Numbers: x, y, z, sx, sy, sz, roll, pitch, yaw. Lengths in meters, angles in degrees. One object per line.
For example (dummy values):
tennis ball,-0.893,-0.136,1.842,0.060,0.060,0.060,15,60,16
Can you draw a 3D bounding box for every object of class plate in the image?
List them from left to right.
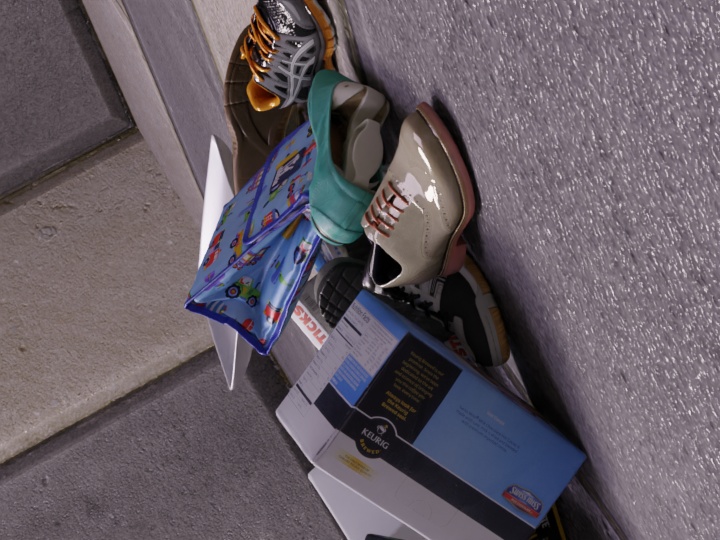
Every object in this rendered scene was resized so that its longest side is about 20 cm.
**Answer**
plate,-0.134,-0.011,1.980,0.200,0.032,0.201,-114,26,-51

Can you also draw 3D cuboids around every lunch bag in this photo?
lunch bag,-0.057,-0.052,1.653,0.094,0.200,0.151,30,-142,-11

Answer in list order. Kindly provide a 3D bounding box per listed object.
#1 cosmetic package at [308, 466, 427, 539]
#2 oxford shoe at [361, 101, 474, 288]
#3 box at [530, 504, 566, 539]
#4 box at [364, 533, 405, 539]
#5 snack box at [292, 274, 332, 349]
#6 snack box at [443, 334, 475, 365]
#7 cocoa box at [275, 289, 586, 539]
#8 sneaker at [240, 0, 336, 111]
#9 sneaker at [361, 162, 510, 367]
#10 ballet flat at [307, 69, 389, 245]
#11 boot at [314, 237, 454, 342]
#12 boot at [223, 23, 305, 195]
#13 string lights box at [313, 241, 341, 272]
cosmetic package,0.073,0.277,2.018,0.200,0.123,0.199,42,-177,-29
oxford shoe,0.040,-0.047,1.431,0.071,0.073,0.201,56,163,33
box,0.134,0.203,1.830,0.200,0.049,0.160,53,166,49
box,0.110,0.328,1.676,0.199,0.124,0.198,24,169,-22
snack box,0.004,0.094,1.918,0.200,0.024,0.072,50,-151,1
snack box,0.097,0.127,1.731,0.072,0.024,0.201,109,145,-44
cocoa box,0.056,0.132,1.525,0.199,0.132,0.133,35,-178,-22
sneaker,-0.068,-0.199,1.639,0.079,0.077,0.200,59,171,26
sneaker,0.048,0.008,1.560,0.201,0.087,0.076,57,169,22
ballet flat,-0.003,-0.108,1.530,0.067,0.070,0.201,28,-141,-25
boot,0.000,0.000,1.684,0.200,0.068,0.131,22,-153,-53
boot,-0.092,-0.163,1.901,0.155,0.071,0.202,-73,-16,-72
string lights box,-0.033,-0.048,2.001,0.103,0.059,0.200,62,172,-9
